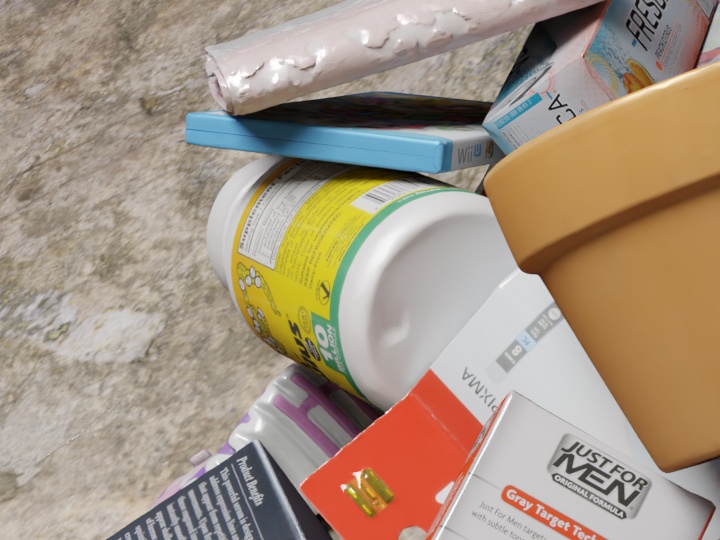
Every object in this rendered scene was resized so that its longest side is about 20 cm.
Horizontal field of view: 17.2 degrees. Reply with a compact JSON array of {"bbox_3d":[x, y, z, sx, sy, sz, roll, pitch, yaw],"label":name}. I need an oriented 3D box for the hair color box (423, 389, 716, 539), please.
[{"bbox_3d":[0.055,0.163,0.971,0.200,0.101,0.061,-60,-3,-19],"label":"hair color box"}]

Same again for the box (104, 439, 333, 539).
[{"bbox_3d":[-0.079,0.202,1.053,0.200,0.149,0.107,-33,28,1],"label":"box"}]

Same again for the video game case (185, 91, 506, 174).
[{"bbox_3d":[0.022,-0.073,1.217,0.143,0.018,0.200,8,11,27],"label":"video game case"}]

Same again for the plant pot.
[{"bbox_3d":[0.165,-0.003,0.971,0.199,0.141,0.200,-17,-8,-2],"label":"plant pot"}]

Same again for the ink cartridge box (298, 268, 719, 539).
[{"bbox_3d":[0.096,0.084,1.056,0.200,0.160,0.047,-39,-17,-13],"label":"ink cartridge box"}]

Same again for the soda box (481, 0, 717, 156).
[{"bbox_3d":[0.124,-0.107,1.200,0.068,0.064,0.200,-35,13,29],"label":"soda box"}]

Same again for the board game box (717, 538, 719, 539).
[{"bbox_3d":[0.199,0.136,0.890,0.200,0.057,0.166,-41,21,33],"label":"board game box"}]

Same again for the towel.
[{"bbox_3d":[0.018,-0.126,1.196,0.199,0.032,0.191,-19,10,-5],"label":"towel"}]

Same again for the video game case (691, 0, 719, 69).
[{"bbox_3d":[0.209,-0.122,1.187,0.182,0.023,0.200,-47,12,-26],"label":"video game case"}]

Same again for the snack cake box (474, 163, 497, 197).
[{"bbox_3d":[0.106,-0.001,1.262,0.115,0.067,0.200,-12,35,39],"label":"snack cake box"}]

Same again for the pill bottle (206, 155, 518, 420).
[{"bbox_3d":[0.000,0.000,1.183,0.113,0.113,0.200,-41,28,-13],"label":"pill bottle"}]

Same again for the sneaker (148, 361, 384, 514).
[{"bbox_3d":[-0.054,0.111,1.257,0.200,0.081,0.088,-43,10,-24],"label":"sneaker"}]
